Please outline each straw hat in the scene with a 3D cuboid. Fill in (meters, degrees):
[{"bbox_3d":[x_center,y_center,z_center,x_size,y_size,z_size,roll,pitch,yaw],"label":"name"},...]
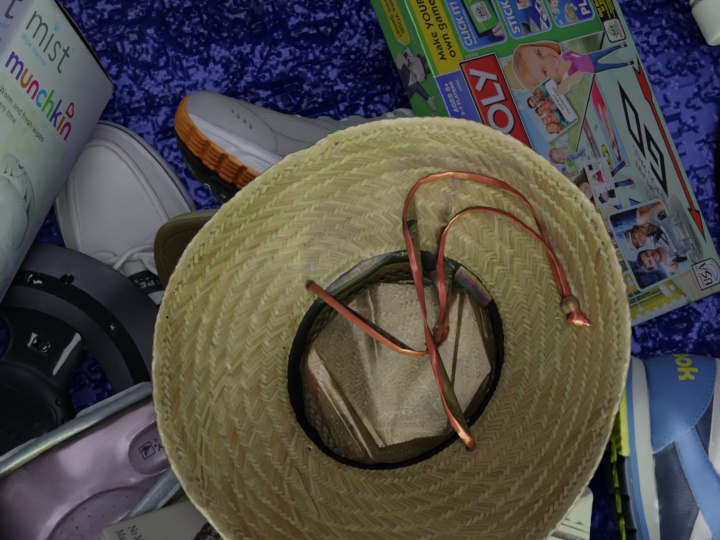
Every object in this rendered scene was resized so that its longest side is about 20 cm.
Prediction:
[{"bbox_3d":[0.016,0.040,0.676,0.201,0.085,0.202,0,80,2],"label":"straw hat"}]

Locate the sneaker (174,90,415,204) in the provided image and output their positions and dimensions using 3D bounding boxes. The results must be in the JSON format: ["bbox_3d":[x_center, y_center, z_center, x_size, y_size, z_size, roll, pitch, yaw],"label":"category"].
[{"bbox_3d":[0.003,-0.054,0.822,0.200,0.076,0.092,26,73,-12],"label":"sneaker"}]

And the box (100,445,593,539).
[{"bbox_3d":[-0.004,0.128,0.689,0.200,0.082,0.068,-16,126,-23],"label":"box"}]

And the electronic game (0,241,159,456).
[{"bbox_3d":[-0.172,0.083,0.760,0.200,0.042,0.200,-1,75,5],"label":"electronic game"}]

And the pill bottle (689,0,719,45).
[{"bbox_3d":[0.176,-0.224,0.815,0.113,0.113,0.200,-24,86,-3],"label":"pill bottle"}]

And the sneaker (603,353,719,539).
[{"bbox_3d":[0.161,0.133,0.731,0.082,0.074,0.200,-5,84,-3],"label":"sneaker"}]

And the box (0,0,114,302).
[{"bbox_3d":[-0.249,-0.061,0.756,0.200,0.097,0.177,18,71,22],"label":"box"}]

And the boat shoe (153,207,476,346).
[{"bbox_3d":[0.000,-0.002,0.756,0.200,0.063,0.073,2,116,21],"label":"boat shoe"}]

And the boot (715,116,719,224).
[{"bbox_3d":[0.270,-0.025,0.824,0.154,0.072,0.200,-2,80,-5],"label":"boot"}]

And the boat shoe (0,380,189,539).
[{"bbox_3d":[-0.135,0.106,0.694,0.202,0.065,0.075,-31,74,-3],"label":"boat shoe"}]

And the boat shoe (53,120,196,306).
[{"bbox_3d":[-0.108,0.014,0.813,0.072,0.066,0.200,-17,86,-2],"label":"boat shoe"}]

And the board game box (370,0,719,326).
[{"bbox_3d":[0.099,-0.063,0.813,0.134,0.029,0.200,-19,86,-34],"label":"board game box"}]
